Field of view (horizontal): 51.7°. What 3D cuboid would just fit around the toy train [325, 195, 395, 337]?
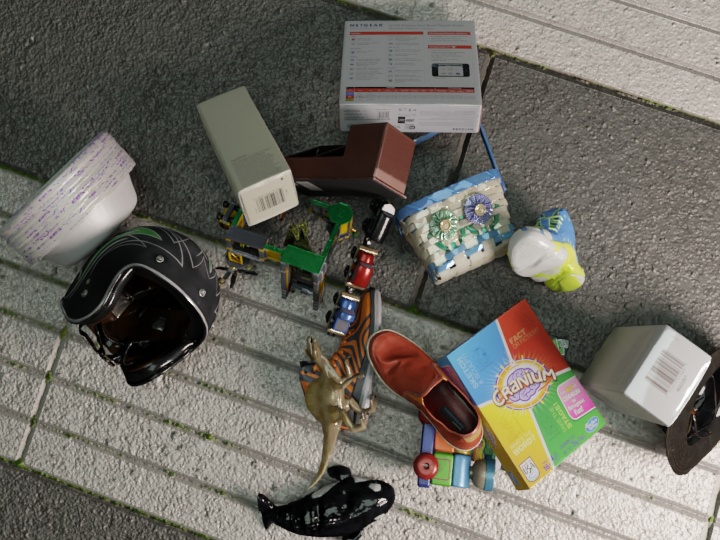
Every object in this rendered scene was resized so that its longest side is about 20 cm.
[{"bbox_3d":[0.000,0.000,1.000,0.033,0.046,0.204,16,102,-28],"label":"toy train"}]

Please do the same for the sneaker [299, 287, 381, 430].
[{"bbox_3d":[-0.030,0.119,1.052,0.109,0.078,0.206,9,85,2],"label":"sneaker"}]

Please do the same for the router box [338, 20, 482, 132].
[{"bbox_3d":[0.070,-0.278,1.055,0.194,0.049,0.183,1,55,3],"label":"router box"}]

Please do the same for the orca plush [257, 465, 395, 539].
[{"bbox_3d":[-0.049,0.329,1.037,0.194,0.071,0.109,6,85,3],"label":"orca plush"}]

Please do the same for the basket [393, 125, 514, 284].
[{"bbox_3d":[0.123,-0.100,1.034,0.173,0.139,0.204,-26,75,0],"label":"basket"}]

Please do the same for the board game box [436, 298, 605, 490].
[{"bbox_3d":[0.218,0.165,1.008,0.151,0.040,0.202,-31,84,-21],"label":"board game box"}]

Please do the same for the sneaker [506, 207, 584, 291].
[{"bbox_3d":[0.247,-0.043,1.012,0.074,0.199,0.108,-14,66,26],"label":"sneaker"}]

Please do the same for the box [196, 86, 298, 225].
[{"bbox_3d":[-0.159,-0.163,1.038,0.080,0.069,0.202,-22,53,-8],"label":"box"}]

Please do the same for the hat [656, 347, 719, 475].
[{"bbox_3d":[0.450,0.172,1.018,0.197,0.080,0.206,-15,116,-33],"label":"hat"}]

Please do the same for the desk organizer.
[{"bbox_3d":[-0.023,-0.150,1.025,0.197,0.071,0.079,7,79,44],"label":"desk organizer"}]

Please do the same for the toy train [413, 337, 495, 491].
[{"bbox_3d":[0.137,0.200,1.031,0.112,0.085,0.206,6,76,5],"label":"toy train"}]

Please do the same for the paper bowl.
[{"bbox_3d":[-0.391,-0.088,1.030,0.200,0.201,0.105,-42,112,-1],"label":"paper bowl"}]

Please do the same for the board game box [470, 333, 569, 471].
[{"bbox_3d":[0.226,0.185,1.063,0.102,0.023,0.206,14,86,6],"label":"board game box"}]

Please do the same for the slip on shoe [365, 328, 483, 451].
[{"bbox_3d":[0.085,0.150,0.974,0.074,0.062,0.200,-39,73,-18],"label":"slip on shoe"}]

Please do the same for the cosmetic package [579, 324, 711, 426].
[{"bbox_3d":[0.363,0.133,0.971,0.073,0.200,0.103,35,88,5],"label":"cosmetic package"}]

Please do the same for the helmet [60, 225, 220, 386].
[{"bbox_3d":[-0.287,0.035,1.012,0.190,0.200,0.201,-40,84,-10],"label":"helmet"}]

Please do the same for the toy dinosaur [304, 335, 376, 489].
[{"bbox_3d":[-0.032,0.189,1.010,0.099,0.058,0.206,-4,90,24],"label":"toy dinosaur"}]

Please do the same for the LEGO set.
[{"bbox_3d":[-0.106,-0.033,1.071,0.194,0.117,0.157,12,58,2],"label":"LEGO set"}]
